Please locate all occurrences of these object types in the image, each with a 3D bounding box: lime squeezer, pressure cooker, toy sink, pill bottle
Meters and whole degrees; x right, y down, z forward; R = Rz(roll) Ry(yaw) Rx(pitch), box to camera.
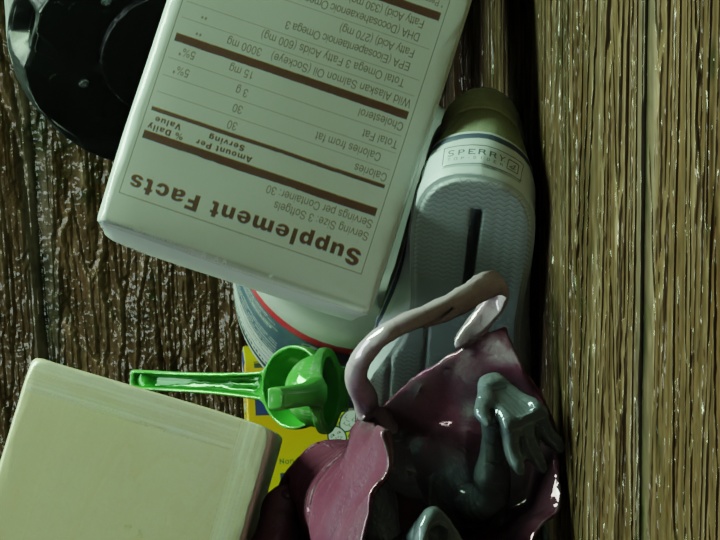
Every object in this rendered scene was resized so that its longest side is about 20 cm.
[{"bbox_3d":[-0.036,0.047,1.274,0.200,0.070,0.038,3,75,70],"label":"lime squeezer"},{"bbox_3d":[-0.085,-0.172,1.418,0.179,0.175,0.201,96,167,-49],"label":"pressure cooker"},{"bbox_3d":[-0.114,0.147,1.254,0.130,0.112,0.201,76,-150,-86],"label":"toy sink"},{"bbox_3d":[0.000,0.000,1.393,0.200,0.119,0.120,97,169,-75],"label":"pill bottle"}]

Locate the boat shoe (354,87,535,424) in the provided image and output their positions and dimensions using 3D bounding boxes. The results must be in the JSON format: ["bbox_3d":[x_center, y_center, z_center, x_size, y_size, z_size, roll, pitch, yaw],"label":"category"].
[{"bbox_3d":[0.043,0.014,1.234,0.062,0.072,0.200,-75,-2,-46],"label":"boat shoe"}]

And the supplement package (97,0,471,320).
[{"bbox_3d":[-0.022,-0.092,1.217,0.117,0.117,0.201,158,130,-86],"label":"supplement package"}]

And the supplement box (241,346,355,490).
[{"bbox_3d":[-0.015,0.149,1.846,0.110,0.108,0.201,-118,25,-83],"label":"supplement box"}]

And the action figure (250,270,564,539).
[{"bbox_3d":[-0.003,0.093,1.205,0.200,0.134,0.149,-10,100,69],"label":"action figure"}]
